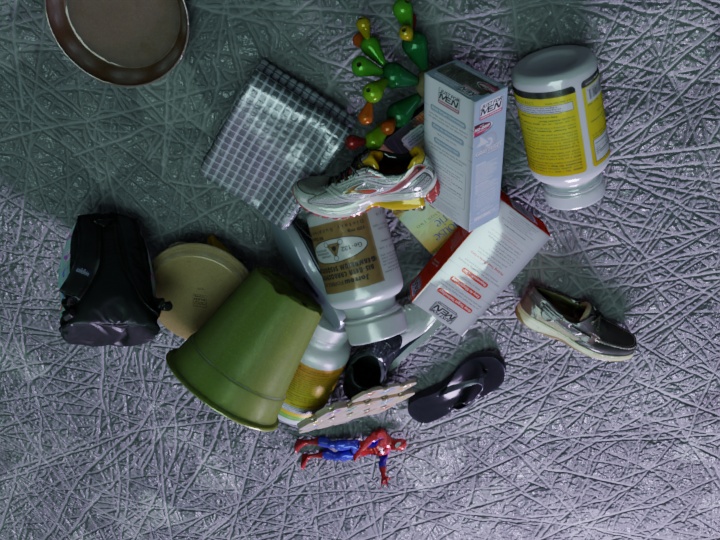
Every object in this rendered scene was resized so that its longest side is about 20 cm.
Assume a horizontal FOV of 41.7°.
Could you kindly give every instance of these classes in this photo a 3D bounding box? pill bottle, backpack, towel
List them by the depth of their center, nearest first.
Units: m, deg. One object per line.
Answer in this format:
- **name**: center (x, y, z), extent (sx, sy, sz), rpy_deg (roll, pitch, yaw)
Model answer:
- **pill bottle**: center (0.272, -0.188, 1.266), extent (0.112, 0.113, 0.201), rpy_deg (-10, 121, 13)
- **towel**: center (-0.123, -0.171, 1.343), extent (0.165, 0.086, 0.200), rpy_deg (29, 122, -11)
- **pill bottle**: center (0.000, 0.000, 1.371), extent (0.114, 0.114, 0.201), rpy_deg (-14, 95, 16)
- **backpack**: center (-0.389, 0.013, 1.429), extent (0.166, 0.201, 0.127), rpy_deg (7, 146, -34)
- **pill bottle**: center (-0.081, 0.145, 1.530), extent (0.110, 0.111, 0.201), rpy_deg (21, 124, -7)

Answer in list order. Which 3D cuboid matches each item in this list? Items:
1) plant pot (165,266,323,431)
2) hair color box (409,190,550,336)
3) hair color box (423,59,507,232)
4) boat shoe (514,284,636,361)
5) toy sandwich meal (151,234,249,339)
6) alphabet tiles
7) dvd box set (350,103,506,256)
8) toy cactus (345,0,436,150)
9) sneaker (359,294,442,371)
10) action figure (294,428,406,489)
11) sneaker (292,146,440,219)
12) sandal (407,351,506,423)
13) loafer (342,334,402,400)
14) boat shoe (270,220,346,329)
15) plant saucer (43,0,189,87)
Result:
- **plant pot**: center (-0.154, 0.104, 1.410), extent (0.199, 0.200, 0.191), rpy_deg (33, 97, -15)
- **hair color box**: center (0.170, -0.013, 1.373), extent (0.101, 0.061, 0.200), rpy_deg (34, 109, -16)
- **hair color box**: center (0.135, -0.163, 1.250), extent (0.060, 0.099, 0.201), rpy_deg (-28, 136, -26)
- **boat shoe**: center (0.340, 0.080, 1.458), extent (0.199, 0.073, 0.065), rpy_deg (18, 129, -5)
- **toy sandwich meal**: center (-0.244, 0.034, 1.509), extent (0.203, 0.070, 0.206), rpy_deg (3, 120, 6)
- **alphabet tiles**: center (-0.005, 0.226, 1.543), extent (0.199, 0.015, 0.195), rpy_deg (-4, 156, -45)
- **dvd box set**: center (0.103, -0.126, 1.378), extent (0.146, 0.029, 0.200), rpy_deg (-34, 113, 25)
- **toy cactus**: center (0.058, -0.252, 1.263), extent (0.164, 0.102, 0.202), rpy_deg (7, 96, -23)
- **sneaker**: center (0.073, 0.077, 1.494), extent (0.080, 0.076, 0.200), rpy_deg (40, 118, -7)
- **action figure**: center (-0.017, 0.332, 1.659), extent (0.198, 0.099, 0.066), rpy_deg (-10, 123, 11)
- **sneaker**: center (0.004, -0.127, 1.270), extent (0.198, 0.078, 0.082), rpy_deg (-8, 131, 12)
- **sandal**: center (0.165, 0.206, 1.581), extent (0.076, 0.043, 0.200), rpy_deg (41, 119, -19)
- **loafer**: center (0.008, 0.158, 1.492), extent (0.068, 0.070, 0.201), rpy_deg (34, 142, 6)
- **boat shoe**: center (-0.061, -0.010, 1.445), extent (0.200, 0.068, 0.074), rpy_deg (54, 156, 5)
- **plant saucer**: center (-0.326, -0.349, 1.283), extent (0.199, 0.035, 0.201), rpy_deg (4, 124, 5)
